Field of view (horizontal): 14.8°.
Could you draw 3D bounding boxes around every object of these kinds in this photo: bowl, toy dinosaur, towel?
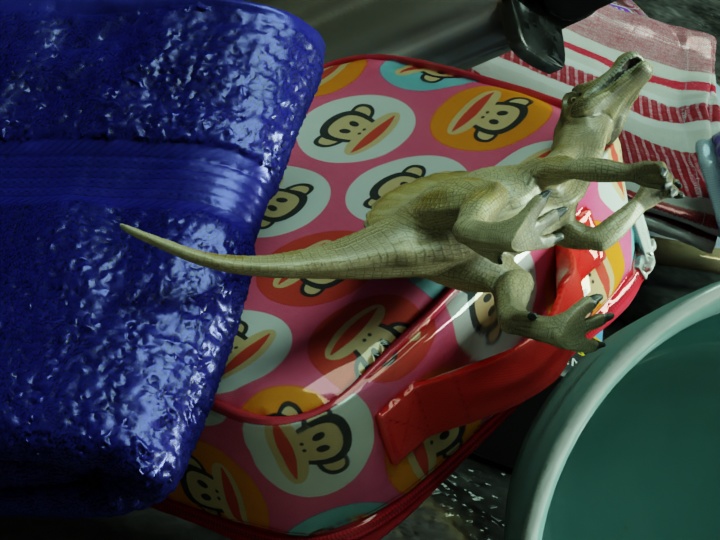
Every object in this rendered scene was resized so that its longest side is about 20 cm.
[{"bbox_3d":[0.125,0.087,0.898,0.200,0.202,0.105,12,5,-20],"label":"bowl"},{"bbox_3d":[0.032,-0.011,0.871,0.199,0.059,0.101,-22,28,-31],"label":"toy dinosaur"},{"bbox_3d":[-0.102,-0.012,0.897,0.147,0.050,0.201,-3,48,22],"label":"towel"},{"bbox_3d":[0.102,-0.085,1.280,0.143,0.023,0.200,20,29,-7],"label":"towel"}]

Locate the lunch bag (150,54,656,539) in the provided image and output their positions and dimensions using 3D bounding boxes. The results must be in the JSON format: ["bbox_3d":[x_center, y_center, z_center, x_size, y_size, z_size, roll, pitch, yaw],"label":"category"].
[{"bbox_3d":[0.002,0.008,0.943,0.176,0.082,0.200,16,44,41],"label":"lunch bag"}]

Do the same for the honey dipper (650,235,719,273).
[{"bbox_3d":[0.132,-0.012,1.291,0.199,0.038,0.038,7,26,-35],"label":"honey dipper"}]

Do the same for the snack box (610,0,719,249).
[{"bbox_3d":[0.096,-0.084,1.377,0.168,0.068,0.200,6,30,-31],"label":"snack box"}]

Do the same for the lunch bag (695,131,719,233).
[{"bbox_3d":[0.270,-0.020,1.197,0.199,0.169,0.128,28,43,-37],"label":"lunch bag"}]

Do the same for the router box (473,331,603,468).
[{"bbox_3d":[0.000,0.000,1.124,0.199,0.051,0.149,20,24,-2],"label":"router box"}]

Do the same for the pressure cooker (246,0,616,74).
[{"bbox_3d":[0.028,-0.173,1.183,0.176,0.199,0.179,60,28,-20],"label":"pressure cooker"}]
